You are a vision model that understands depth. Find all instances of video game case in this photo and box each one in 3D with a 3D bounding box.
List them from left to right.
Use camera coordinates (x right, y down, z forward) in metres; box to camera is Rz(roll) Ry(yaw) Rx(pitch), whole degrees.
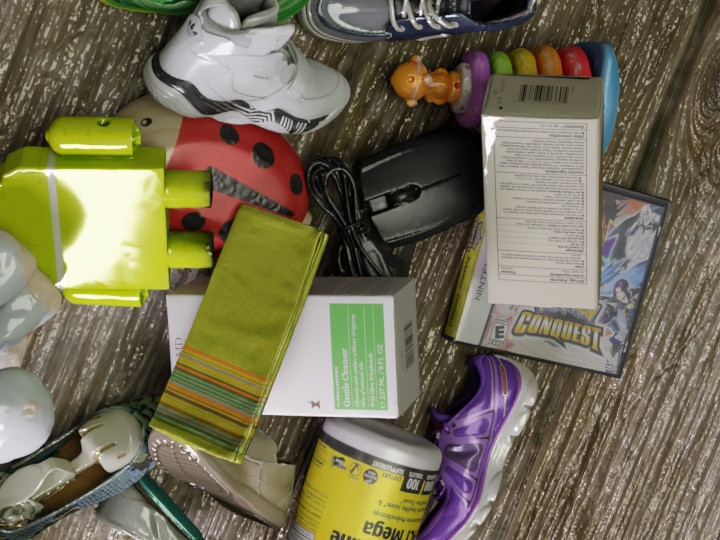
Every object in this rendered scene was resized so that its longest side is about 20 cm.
[{"bbox_3d":[0.189,-0.002,1.661,0.199,0.025,0.182,13,95,-27],"label":"video game case"}]

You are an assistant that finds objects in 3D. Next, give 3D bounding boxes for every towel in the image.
[{"bbox_3d":[-0.099,0.049,1.413,0.201,0.086,0.018,-69,161,-7],"label":"towel"}]

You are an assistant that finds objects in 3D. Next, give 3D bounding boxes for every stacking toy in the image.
[{"bbox_3d":[0.121,-0.158,1.564,0.199,0.110,0.117,5,95,-15],"label":"stacking toy"}]

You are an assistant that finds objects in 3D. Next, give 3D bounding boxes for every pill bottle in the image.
[{"bbox_3d":[-0.008,0.238,1.571,0.112,0.112,0.201,16,94,-27],"label":"pill bottle"}]

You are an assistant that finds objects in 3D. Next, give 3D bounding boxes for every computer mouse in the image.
[{"bbox_3d":[0.055,-0.066,1.536,0.199,0.053,0.139,-29,98,-37],"label":"computer mouse"}]

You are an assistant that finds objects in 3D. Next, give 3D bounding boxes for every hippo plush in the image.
[{"bbox_3d":[-0.312,0.068,1.337,0.199,0.161,0.160,-2,133,-27],"label":"hippo plush"}]

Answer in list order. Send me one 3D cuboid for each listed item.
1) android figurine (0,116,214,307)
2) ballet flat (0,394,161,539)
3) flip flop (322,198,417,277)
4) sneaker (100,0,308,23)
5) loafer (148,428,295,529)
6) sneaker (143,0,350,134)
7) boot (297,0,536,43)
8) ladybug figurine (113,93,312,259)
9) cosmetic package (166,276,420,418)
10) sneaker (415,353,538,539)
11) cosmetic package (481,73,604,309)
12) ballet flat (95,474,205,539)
[{"bbox_3d":[-0.218,-0.043,1.411,0.198,0.041,0.183,0,128,0],"label":"android figurine"},{"bbox_3d":[-0.239,0.165,1.463,0.200,0.074,0.075,-36,114,-15],"label":"ballet flat"},{"bbox_3d":[0.000,0.000,1.559,0.081,0.057,0.201,28,72,-35],"label":"flip flop"},{"bbox_3d":[-0.123,-0.237,1.428,0.199,0.083,0.075,-2,93,-26],"label":"sneaker"},{"bbox_3d":[-0.116,0.161,1.508,0.069,0.075,0.200,-68,150,-18],"label":"loafer"},{"bbox_3d":[-0.071,-0.177,1.433,0.199,0.075,0.115,2,142,-39],"label":"sneaker"},{"bbox_3d":[0.050,-0.234,1.509,0.199,0.090,0.073,-11,106,-23],"label":"boot"},{"bbox_3d":[-0.122,-0.077,1.472,0.199,0.072,0.137,19,92,-28],"label":"ladybug figurine"},{"bbox_3d":[-0.055,0.063,1.467,0.199,0.085,0.108,-1,100,15],"label":"cosmetic package"},{"bbox_3d":[0.092,0.171,1.639,0.083,0.081,0.201,24,83,-11],"label":"sneaker"},{"bbox_3d":[0.161,-0.067,1.523,0.104,0.071,0.201,4,127,10],"label":"cosmetic package"},{"bbox_3d":[-0.147,0.256,1.520,0.200,0.067,0.064,42,92,-6],"label":"ballet flat"}]
